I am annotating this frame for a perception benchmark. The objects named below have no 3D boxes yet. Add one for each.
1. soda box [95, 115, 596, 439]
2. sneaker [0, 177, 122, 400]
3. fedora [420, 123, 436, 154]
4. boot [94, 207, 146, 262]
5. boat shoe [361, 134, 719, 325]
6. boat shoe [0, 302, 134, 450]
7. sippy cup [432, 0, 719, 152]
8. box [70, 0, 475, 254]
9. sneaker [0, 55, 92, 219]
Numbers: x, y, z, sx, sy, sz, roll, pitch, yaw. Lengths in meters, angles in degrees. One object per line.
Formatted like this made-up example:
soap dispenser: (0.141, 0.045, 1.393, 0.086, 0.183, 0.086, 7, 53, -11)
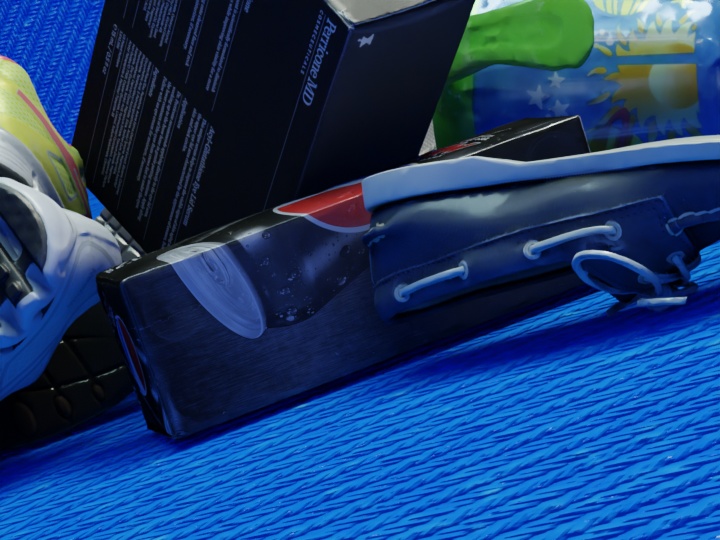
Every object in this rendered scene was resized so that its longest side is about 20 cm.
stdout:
soda box: (0.000, 0.000, 0.977, 0.199, 0.071, 0.063, -21, 8, -14)
sneaker: (-0.177, 0.043, 1.010, 0.200, 0.075, 0.081, -39, -20, 20)
fedora: (-0.004, -0.058, 1.224, 0.177, 0.091, 0.200, -29, 2, 41)
boot: (-0.074, -0.022, 1.334, 0.200, 0.070, 0.132, -47, -19, -9)
boat shoe: (0.091, -0.015, 0.885, 0.199, 0.062, 0.075, -6, -4, 23)
boat shoe: (-0.194, 0.050, 1.083, 0.199, 0.076, 0.074, -11, -4, 2)
sippy cup: (0.115, -0.080, 1.103, 0.130, 0.140, 0.178, -3, 22, 25)
box: (-0.043, -0.082, 1.054, 0.079, 0.141, 0.200, -21, -33, -35)
sneaker: (-0.149, -0.019, 1.111, 0.078, 0.091, 0.200, -2, -36, 3)
